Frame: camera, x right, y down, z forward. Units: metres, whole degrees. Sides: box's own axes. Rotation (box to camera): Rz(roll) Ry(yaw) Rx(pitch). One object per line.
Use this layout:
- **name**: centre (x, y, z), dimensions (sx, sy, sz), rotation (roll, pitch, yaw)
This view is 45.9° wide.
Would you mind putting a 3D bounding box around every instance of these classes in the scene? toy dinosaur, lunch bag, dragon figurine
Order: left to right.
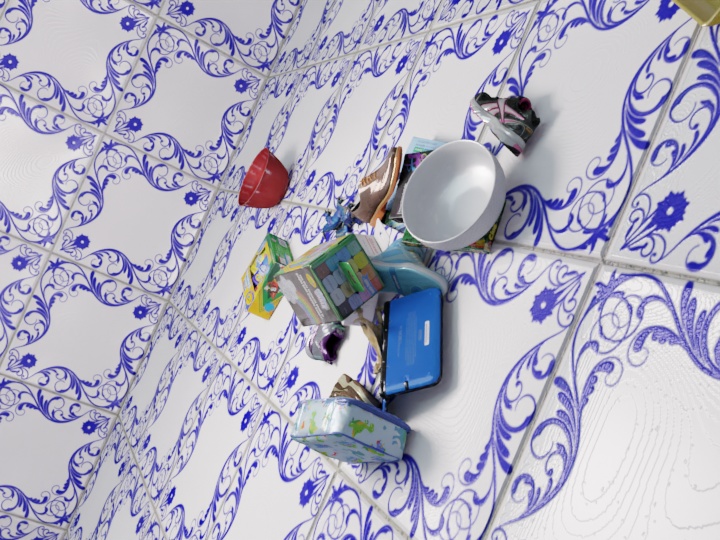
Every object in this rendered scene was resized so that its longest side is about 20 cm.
- **dragon figurine**: centre (-0.058, -0.111, 2.084), dimensions (0.200, 0.058, 0.100), rotation (-40, 33, 43)
- **lunch bag**: centre (-0.018, 0.284, 1.492), dimensions (0.199, 0.160, 0.083), rotation (-21, 46, 56)
- **toy dinosaur**: centre (0.025, 0.113, 1.577), dimensions (0.058, 0.201, 0.102), rotation (-16, 50, 3)

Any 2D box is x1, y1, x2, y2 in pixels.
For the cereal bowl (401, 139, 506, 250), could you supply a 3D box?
- **cereal bowl**: centre (0.173, -0.122, 1.484), dimensions (0.199, 0.083, 0.202), rotation (-22, 54, 34)

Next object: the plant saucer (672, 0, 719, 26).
- **plant saucer**: centre (0.522, -0.446, 1.185), dimensions (0.201, 0.048, 0.201), rotation (-53, 25, 27)

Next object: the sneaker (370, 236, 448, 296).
- **sneaker**: centre (0.106, -0.012, 1.620), dimensions (0.199, 0.080, 0.130), rotation (13, 42, 39)

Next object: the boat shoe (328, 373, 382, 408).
- **boat shoe**: centre (-0.016, 0.252, 1.606), dimensions (0.075, 0.075, 0.202), rotation (-47, 7, -8)

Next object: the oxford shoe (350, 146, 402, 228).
- **oxford shoe**: centre (0.034, -0.176, 1.759), dimensions (0.072, 0.072, 0.201), rotation (-73, 4, -53)

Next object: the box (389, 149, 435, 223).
- **box**: centre (0.149, -0.167, 1.657), dimensions (0.199, 0.036, 0.145), rotation (1, 71, 47)

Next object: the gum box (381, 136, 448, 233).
- **gum box**: centre (0.117, -0.176, 1.791), dimensions (0.202, 0.044, 0.170), rotation (-64, 24, 2)

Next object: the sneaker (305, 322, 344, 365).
- **sneaker**: centre (-0.052, 0.107, 1.872), dimensions (0.087, 0.074, 0.202), rotation (14, 87, 50)

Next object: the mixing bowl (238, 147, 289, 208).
- **mixing bowl**: centre (-0.293, -0.274, 2.683), dimensions (0.200, 0.108, 0.202), rotation (-47, 29, 37)

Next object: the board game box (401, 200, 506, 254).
- **board game box**: centre (0.167, -0.088, 1.549), dimensions (0.199, 0.023, 0.106), rotation (7, 75, 46)

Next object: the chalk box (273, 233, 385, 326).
- **chalk box**: centre (-0.049, 0.017, 1.603), dimensions (0.123, 0.125, 0.199), rotation (-36, 13, -31)

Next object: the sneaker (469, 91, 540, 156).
- **sneaker**: centre (0.272, -0.283, 1.550), dimensions (0.086, 0.080, 0.201), rotation (-45, 36, 14)

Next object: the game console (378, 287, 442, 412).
- **game console**: centre (0.092, 0.158, 1.532), dimensions (0.169, 0.118, 0.202), rotation (-18, 47, 26)

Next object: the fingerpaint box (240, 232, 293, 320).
- **fingerpaint box**: centre (-0.260, 0.013, 2.377), dimensions (0.168, 0.073, 0.200), rotation (-57, 24, 18)

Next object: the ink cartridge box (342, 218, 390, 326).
- **ink cartridge box**: centre (0.000, 0.000, 1.763), dimensions (0.116, 0.066, 0.202), rotation (-116, 34, -62)
